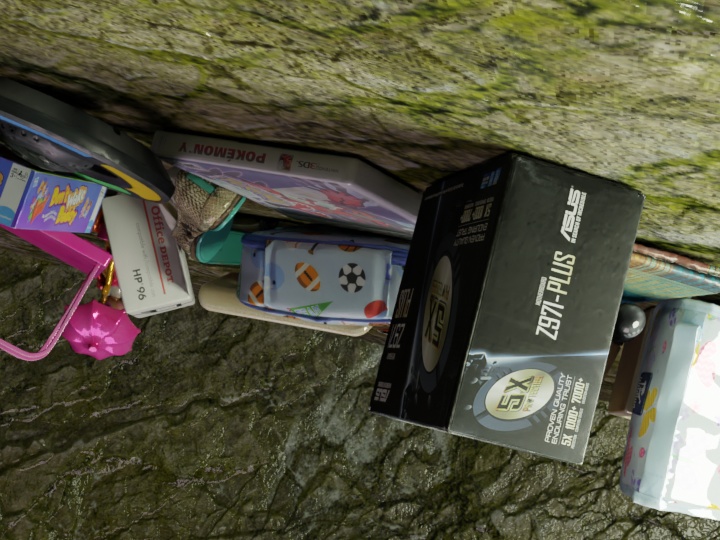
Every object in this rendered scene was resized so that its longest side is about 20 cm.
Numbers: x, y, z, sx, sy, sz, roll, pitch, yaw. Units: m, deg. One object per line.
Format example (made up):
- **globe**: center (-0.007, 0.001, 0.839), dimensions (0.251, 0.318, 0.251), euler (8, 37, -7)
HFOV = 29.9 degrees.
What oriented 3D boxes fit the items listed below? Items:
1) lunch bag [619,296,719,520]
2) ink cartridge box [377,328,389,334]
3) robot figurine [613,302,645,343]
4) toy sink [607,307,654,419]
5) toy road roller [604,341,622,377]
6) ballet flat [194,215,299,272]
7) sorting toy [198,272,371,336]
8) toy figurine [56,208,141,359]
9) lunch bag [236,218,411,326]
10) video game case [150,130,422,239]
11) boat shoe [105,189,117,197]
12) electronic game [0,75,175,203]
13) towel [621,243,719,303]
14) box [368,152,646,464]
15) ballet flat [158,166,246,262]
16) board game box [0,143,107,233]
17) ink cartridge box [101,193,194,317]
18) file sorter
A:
- **lunch bag**: center (0.286, 0.111, 1.099), dimensions (0.127, 0.170, 0.200), euler (12, 180, 37)
- **ink cartridge box**: center (0.104, 0.049, 1.484), dimensions (0.109, 0.050, 0.200), euler (0, -179, -22)
- **robot figurine**: center (0.133, 0.060, 1.069), dimensions (0.150, 0.125, 0.200), euler (25, 175, 12)
- **toy sink**: center (0.356, 0.119, 1.313), dimensions (0.200, 0.112, 0.130), euler (14, 175, 4)
- **toy road roller**: center (0.171, 0.067, 1.299), dimensions (0.146, 0.123, 0.200), euler (29, 176, 11)
- **ballet flat**: center (-0.087, -0.022, 1.377), dimensions (0.200, 0.071, 0.071), euler (11, 173, 29)
- **sorting toy**: center (-0.049, 0.026, 1.411), dimensions (0.185, 0.037, 0.200), euler (9, -164, 16)
- **toy figurine**: center (-0.296, 0.014, 1.607), dimensions (0.150, 0.184, 0.200), euler (15, 175, -1)
- **lunch bag**: center (0.000, 0.000, 1.152), dimensions (0.200, 0.076, 0.160), euler (9, -170, 25)
- **video game case**: center (-0.030, -0.059, 1.027), dimensions (0.182, 0.023, 0.200), euler (11, 173, 32)
- **boat shoe**: center (-0.302, -0.070, 1.375), dimensions (0.072, 0.069, 0.200), euler (18, 174, -31)
- **electronic game**: center (-0.228, -0.095, 0.975), dimensions (0.200, 0.042, 0.200), euler (23, 175, 2)
- **towel**: center (0.181, -0.005, 1.025), dimensions (0.147, 0.022, 0.200), euler (16, 173, -8)
- **box**: center (0.084, 0.026, 0.852), dimensions (0.086, 0.164, 0.200), euler (15, 175, -11)
- **ballet flat**: center (-0.144, -0.059, 1.179), dimensions (0.075, 0.068, 0.200), euler (37, 167, -3)
- **board game box**: center (-0.289, -0.074, 1.046), dimensions (0.134, 0.045, 0.200), euler (21, -178, 3)
- **ink cartridge box**: center (-0.209, -0.018, 1.333), dimensions (0.068, 0.116, 0.200), euler (-14, 177, -7)
- **file sorter**: center (-0.341, 0.011, 1.324), dimensions (0.139, 0.125, 0.200), euler (30, 170, -10)
